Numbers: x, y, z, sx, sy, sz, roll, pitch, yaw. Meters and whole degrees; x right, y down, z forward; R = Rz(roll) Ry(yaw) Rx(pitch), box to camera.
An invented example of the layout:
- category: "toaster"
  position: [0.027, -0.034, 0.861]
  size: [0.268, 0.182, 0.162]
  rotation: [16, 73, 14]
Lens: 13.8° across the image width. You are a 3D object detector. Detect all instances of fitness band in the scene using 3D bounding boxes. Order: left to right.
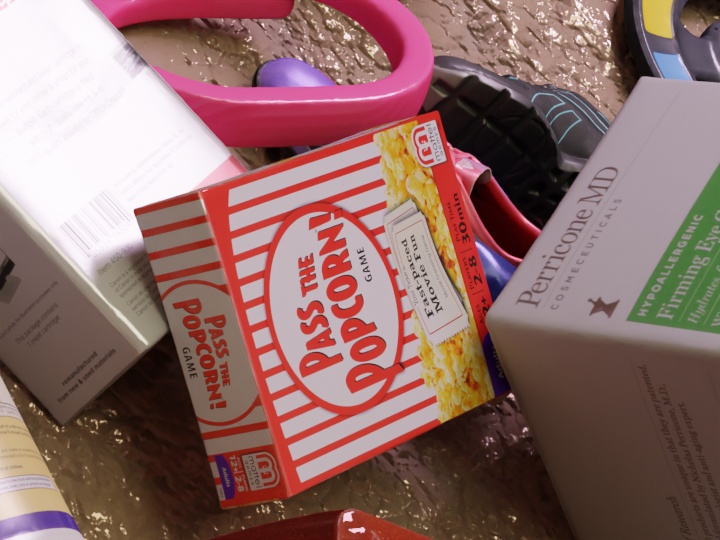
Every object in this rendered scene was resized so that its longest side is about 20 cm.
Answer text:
- category: "fitness band"
  position: [-0.056, -0.119, 1.593]
  size: [0.200, 0.037, 0.144]
  rotation: [-5, 39, -29]

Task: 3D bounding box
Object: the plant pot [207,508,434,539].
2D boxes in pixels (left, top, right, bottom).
- category: "plant pot"
  position: [-0.004, 0.218, 1.322]
  size: [0.200, 0.176, 0.200]
  rotation: [23, 46, -25]

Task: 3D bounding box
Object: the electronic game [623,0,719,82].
- category: "electronic game"
  position: [0.250, -0.127, 1.907]
  size: [0.200, 0.042, 0.200]
  rotation: [23, 46, -26]

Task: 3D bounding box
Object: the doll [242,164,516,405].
- category: "doll"
  position: [0.000, 0.000, 1.576]
  size: [0.200, 0.048, 0.137]
  rotation: [28, 73, -11]

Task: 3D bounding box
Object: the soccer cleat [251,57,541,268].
- category: "soccer cleat"
  position: [0.028, -0.055, 1.637]
  size: [0.200, 0.073, 0.068]
  rotation: [43, 41, -6]

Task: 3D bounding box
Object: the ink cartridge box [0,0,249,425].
- category: "ink cartridge box"
  position: [-0.157, -0.048, 1.466]
  size: [0.200, 0.083, 0.147]
  rotation: [47, 41, -1]

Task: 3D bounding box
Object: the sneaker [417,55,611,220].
- category: "sneaker"
  position: [0.096, -0.073, 1.719]
  size: [0.200, 0.075, 0.079]
  rotation: [32, 30, -35]

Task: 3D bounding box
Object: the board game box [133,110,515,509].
- category: "board game box"
  position: [-0.013, 0.016, 1.467]
  size: [0.200, 0.046, 0.152]
  rotation: [-23, 98, -51]

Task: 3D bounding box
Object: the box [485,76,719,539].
- category: "box"
  position: [0.204, 0.036, 1.561]
  size: [0.199, 0.171, 0.200]
  rotation: [-56, 137, -33]

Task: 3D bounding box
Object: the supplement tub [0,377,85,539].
- category: "supplement tub"
  position: [-0.218, 0.078, 1.271]
  size: [0.145, 0.145, 0.200]
  rotation: [-13, 69, -45]
